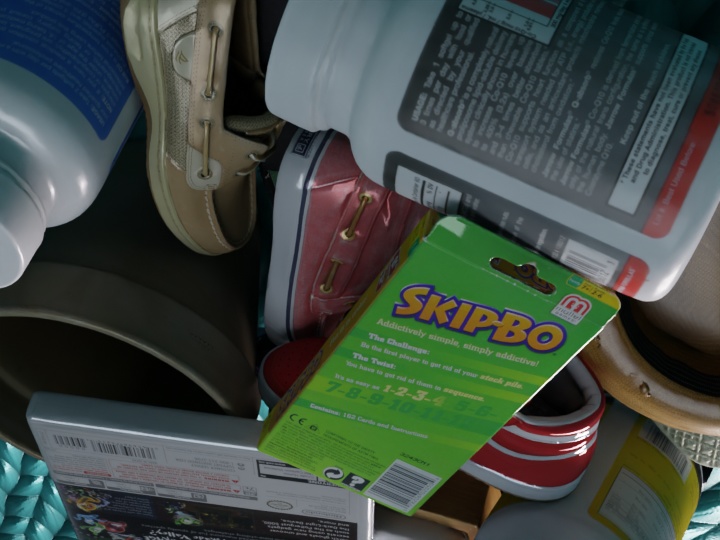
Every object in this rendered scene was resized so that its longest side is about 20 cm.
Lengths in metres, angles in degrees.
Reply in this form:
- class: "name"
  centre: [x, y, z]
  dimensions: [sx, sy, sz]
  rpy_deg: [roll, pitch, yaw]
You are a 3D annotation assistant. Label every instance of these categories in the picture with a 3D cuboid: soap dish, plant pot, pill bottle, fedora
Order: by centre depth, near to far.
- class: "pill bottle"
  centre: [0.066, -0.076, 0.576]
  dimensions: [0.200, 0.116, 0.116]
  rpy_deg: [25, 145, 8]
- class: "pill bottle"
  centre: [-0.171, -0.093, 0.660]
  dimensions: [0.112, 0.200, 0.112]
  rpy_deg: [12, 143, 9]
- class: "fedora"
  centre: [0.200, -0.007, 0.683]
  dimensions: [0.200, 0.082, 0.201]
  rpy_deg: [8, 122, 12]
- class: "pill bottle"
  centre: [0.135, 0.170, 0.794]
  dimensions: [0.112, 0.200, 0.112]
  rpy_deg: [15, 123, 24]
- class: "plant pot"
  centre: [-0.143, 0.017, 0.813]
  dimensions: [0.200, 0.174, 0.200]
  rpy_deg: [11, 145, 8]
- class: "soap dish"
  centre: [0.018, 0.186, 0.912]
  dimensions: [0.200, 0.081, 0.157]
  rpy_deg: [11, 140, 31]

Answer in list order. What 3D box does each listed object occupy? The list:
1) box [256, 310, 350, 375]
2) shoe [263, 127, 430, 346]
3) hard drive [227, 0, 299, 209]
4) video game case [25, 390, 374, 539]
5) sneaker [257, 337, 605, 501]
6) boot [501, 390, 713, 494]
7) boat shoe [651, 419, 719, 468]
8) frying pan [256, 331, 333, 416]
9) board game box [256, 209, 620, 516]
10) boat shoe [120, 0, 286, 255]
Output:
- class: "box"
  centre: [0.012, 0.089, 0.911]
  dimensions: [0.143, 0.036, 0.200]
  rpy_deg: [50, 145, -12]
- class: "shoe"
  centre: [0.000, 0.000, 0.743]
  dimensions: [0.091, 0.071, 0.200]
  rpy_deg: [23, 146, 11]
- class: "hard drive"
  centre: [-0.002, -0.101, 0.713]
  dimensions: [0.140, 0.038, 0.200]
  rpy_deg: [5, 141, 19]
- class: "video game case"
  centre: [-0.090, 0.138, 0.789]
  dimensions: [0.200, 0.023, 0.182]
  rpy_deg: [7, 144, 4]
- class: "sneaker"
  centre: [0.040, 0.062, 0.719]
  dimensions: [0.200, 0.071, 0.113]
  rpy_deg: [15, 147, 4]
- class: "boot"
  centre: [0.138, 0.136, 0.936]
  dimensions: [0.165, 0.066, 0.200]
  rpy_deg: [32, 141, -8]
- class: "boat shoe"
  centre: [0.181, 0.033, 0.788]
  dimensions: [0.200, 0.062, 0.075]
  rpy_deg: [49, 142, -13]
- class: "frying pan"
  centre: [-0.050, 0.102, 0.881]
  dimensions: [0.031, 0.115, 0.190]
  rpy_deg: [11, 157, -25]
- class: "board game box"
  centre: [0.033, 0.048, 0.626]
  dimensions: [0.096, 0.030, 0.200]
  rpy_deg: [26, 135, -13]
- class: "boat shoe"
  centre: [-0.075, -0.078, 0.684]
  dimensions: [0.064, 0.071, 0.200]
  rpy_deg: [11, 143, 15]
